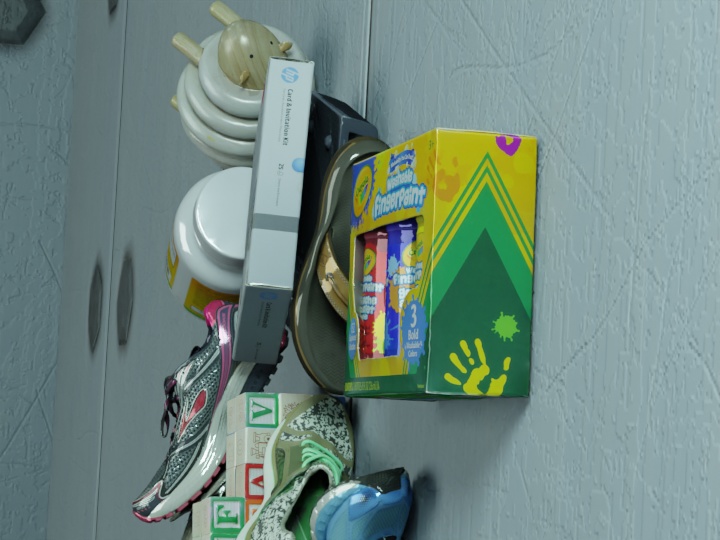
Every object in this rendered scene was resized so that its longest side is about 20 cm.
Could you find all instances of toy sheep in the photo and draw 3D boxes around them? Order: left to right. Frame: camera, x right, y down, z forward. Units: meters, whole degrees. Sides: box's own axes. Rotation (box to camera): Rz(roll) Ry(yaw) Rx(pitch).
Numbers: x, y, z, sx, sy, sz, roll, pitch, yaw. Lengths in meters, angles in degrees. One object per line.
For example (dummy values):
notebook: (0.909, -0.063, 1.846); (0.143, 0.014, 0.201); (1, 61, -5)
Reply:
toy sheep: (-0.104, -0.154, 1.926); (0.200, 0.137, 0.138); (94, 172, -61)

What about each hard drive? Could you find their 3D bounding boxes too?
hard drive: (-0.026, -0.038, 1.767); (0.135, 0.042, 0.201); (-134, 49, -70)

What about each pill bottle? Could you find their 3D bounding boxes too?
pill bottle: (-0.114, -0.025, 1.916); (0.200, 0.110, 0.112); (121, 150, -74)

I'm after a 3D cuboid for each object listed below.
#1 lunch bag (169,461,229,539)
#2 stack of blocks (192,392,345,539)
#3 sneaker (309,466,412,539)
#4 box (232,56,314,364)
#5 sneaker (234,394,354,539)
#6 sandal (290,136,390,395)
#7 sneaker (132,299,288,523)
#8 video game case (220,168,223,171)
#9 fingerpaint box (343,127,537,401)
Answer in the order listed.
lunch bag: (-0.100, 0.233, 1.842); (0.164, 0.117, 0.201); (143, 135, -70)
stack of blocks: (-0.074, 0.202, 1.736); (0.059, 0.115, 0.201); (152, 120, -68)
sneaker: (0.009, 0.225, 1.563); (0.090, 0.078, 0.201); (54, 145, 38)
box: (-0.071, -0.046, 1.730); (0.156, 0.041, 0.201); (106, 168, -64)
sneaker: (-0.035, 0.167, 1.656); (0.089, 0.077, 0.200); (-47, 18, 44)
sandal: (0.000, 0.000, 1.642); (0.055, 0.081, 0.201); (23, 102, 51)
sneaker: (-0.139, 0.121, 1.816); (0.201, 0.074, 0.081); (-62, 11, -7)
video game case: (-0.108, -0.096, 2.126); (0.182, 0.022, 0.201); (117, 153, -55)
fingerpaint box: (0.048, 0.002, 1.428); (0.200, 0.073, 0.168); (168, 105, -74)
